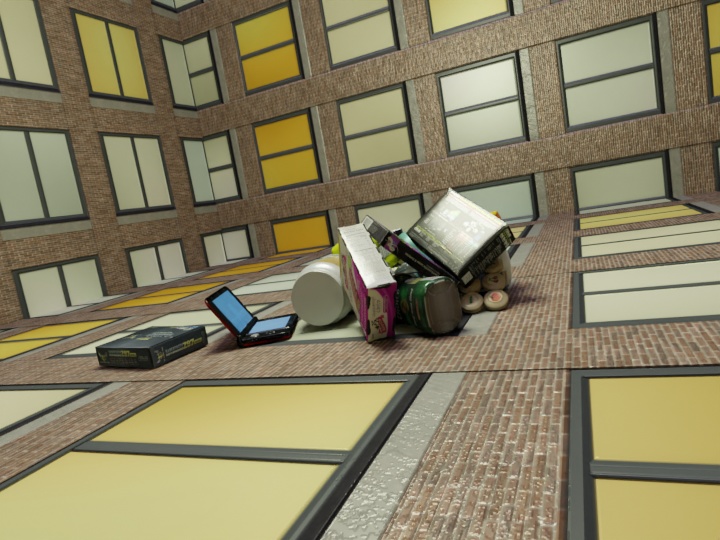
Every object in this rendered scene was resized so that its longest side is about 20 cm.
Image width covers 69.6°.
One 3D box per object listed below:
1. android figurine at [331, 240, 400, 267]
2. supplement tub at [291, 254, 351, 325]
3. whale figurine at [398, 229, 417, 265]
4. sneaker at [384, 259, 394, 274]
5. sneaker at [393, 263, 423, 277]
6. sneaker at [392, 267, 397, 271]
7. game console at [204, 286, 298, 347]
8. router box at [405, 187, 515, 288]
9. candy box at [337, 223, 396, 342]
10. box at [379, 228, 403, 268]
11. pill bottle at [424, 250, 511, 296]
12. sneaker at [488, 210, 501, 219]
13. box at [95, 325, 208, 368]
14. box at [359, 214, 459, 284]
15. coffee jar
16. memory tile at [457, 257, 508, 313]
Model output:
[{"bbox_3d":[0.000,0.000,1.334,0.200,0.182,0.041,-41,7,14],"label":"android figurine"},{"bbox_3d":[-0.075,0.045,1.224,0.143,0.146,0.200,-8,7,13],"label":"supplement tub"},{"bbox_3d":[0.175,-0.034,1.357,0.200,0.104,0.159,42,16,33],"label":"whale figurine"},{"bbox_3d":[0.032,0.030,1.166,0.090,0.079,0.200,-31,62,-32],"label":"sneaker"},{"bbox_3d":[0.078,0.051,1.242,0.073,0.083,0.200,4,-24,-33],"label":"sneaker"},{"bbox_3d":[0.132,0.019,1.406,0.104,0.077,0.200,-11,7,-12],"label":"sneaker"},{"bbox_3d":[-0.244,0.092,1.201,0.170,0.120,0.200,-10,8,0],"label":"game console"},{"bbox_3d":[0.214,-0.076,1.137,0.150,0.062,0.200,-44,44,1],"label":"router box"},{"bbox_3d":[0.009,0.019,1.017,0.060,0.137,0.201,-11,39,-12],"label":"candy box"},{"bbox_3d":[0.072,-0.050,1.553,0.146,0.105,0.200,-16,-2,6],"label":"box"},{"bbox_3d":[0.247,0.002,1.232,0.198,0.112,0.111,-10,7,-1],"label":"pill bottle"},{"bbox_3d":[0.293,-0.100,1.250,0.072,0.078,0.200,-10,-5,-14],"label":"sneaker"},{"bbox_3d":[-0.474,0.171,1.181,0.198,0.052,0.157,-5,10,32],"label":"box"},{"bbox_3d":[0.100,-0.036,1.079,0.199,0.036,0.143,34,6,-25],"label":"box"},{"bbox_3d":[0.107,0.061,1.019,0.085,0.105,0.200,-15,8,-24],"label":"coffee jar"},{"bbox_3d":[0.236,0.013,1.120,0.152,0.017,0.201,-7,43,15],"label":"memory tile"}]
